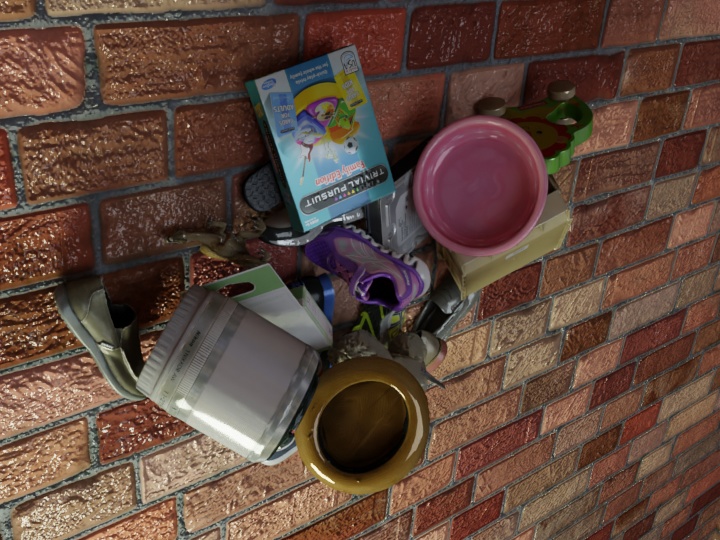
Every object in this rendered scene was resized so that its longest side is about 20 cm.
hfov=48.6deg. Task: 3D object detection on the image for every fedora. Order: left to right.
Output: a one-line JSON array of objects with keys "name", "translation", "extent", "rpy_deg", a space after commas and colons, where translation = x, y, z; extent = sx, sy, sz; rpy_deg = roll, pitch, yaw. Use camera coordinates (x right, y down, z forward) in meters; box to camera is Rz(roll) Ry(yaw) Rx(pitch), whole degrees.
[{"name": "fedora", "translation": [0.003, 0.212, 1.133], "extent": [0.195, 0.082, 0.207], "rpy_deg": [0, 99, 0]}]

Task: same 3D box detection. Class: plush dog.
[{"name": "plush dog", "translation": [0.023, 0.201, 1.250], "extent": [0.197, 0.162, 0.173], "rpy_deg": [6, 133, -45]}]

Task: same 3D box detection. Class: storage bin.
[{"name": "storage bin", "translation": [0.227, -0.056, 1.292], "extent": [0.197, 0.095, 0.199], "rpy_deg": [-27, 164, 0]}]

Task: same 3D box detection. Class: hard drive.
[{"name": "hard drive", "translation": [0.075, -0.103, 1.234], "extent": [0.199, 0.037, 0.143], "rpy_deg": [-40, 137, -41]}]

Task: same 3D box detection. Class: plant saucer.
[{"name": "plant saucer", "translation": [0.176, -0.121, 1.171], "extent": [0.203, 0.198, 0.051], "rpy_deg": [-59, 164, 4]}]

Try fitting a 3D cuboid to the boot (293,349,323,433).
[{"name": "boot", "translation": [-0.144, 0.193, 1.160], "extent": [0.194, 0.073, 0.147], "rpy_deg": [-7, 128, 0]}]

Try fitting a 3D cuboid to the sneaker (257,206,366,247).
[{"name": "sneaker", "translation": [-0.069, -0.095, 1.135], "extent": [0.198, 0.073, 0.082], "rpy_deg": [-29, 127, -37]}]

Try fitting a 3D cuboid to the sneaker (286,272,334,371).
[{"name": "sneaker", "translation": [-0.084, 0.098, 1.235], "extent": [0.076, 0.070, 0.205], "rpy_deg": [-12, 121, -21]}]

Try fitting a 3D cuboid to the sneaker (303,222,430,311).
[{"name": "sneaker", "translation": [0.000, 0.000, 1.154], "extent": [0.089, 0.196, 0.082], "rpy_deg": [-53, 161, -46]}]

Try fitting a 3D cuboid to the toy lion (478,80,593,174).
[{"name": "toy lion", "translation": [0.280, -0.216, 1.262], "extent": [0.195, 0.193, 0.070], "rpy_deg": [-15, 128, -6]}]

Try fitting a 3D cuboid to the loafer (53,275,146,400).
[{"name": "loafer", "translation": [-0.307, 0.086, 1.009], "extent": [0.069, 0.076, 0.202], "rpy_deg": [-28, 131, -6]}]

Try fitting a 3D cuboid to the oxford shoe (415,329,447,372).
[{"name": "oxford shoe", "translation": [0.057, 0.173, 1.384], "extent": [0.200, 0.071, 0.074], "rpy_deg": [-45, 125, 13]}]

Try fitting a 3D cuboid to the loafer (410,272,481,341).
[{"name": "loafer", "translation": [0.154, 0.060, 1.416], "extent": [0.069, 0.069, 0.203], "rpy_deg": [25, 97, -54]}]

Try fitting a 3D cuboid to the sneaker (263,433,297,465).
[{"name": "sneaker", "translation": [-0.091, 0.224, 1.274], "extent": [0.199, 0.070, 0.109], "rpy_deg": [-38, 152, -15]}]

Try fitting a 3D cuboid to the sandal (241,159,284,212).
[{"name": "sandal", "translation": [-0.080, -0.154, 1.105], "extent": [0.198, 0.045, 0.076], "rpy_deg": [-33, 110, -9]}]

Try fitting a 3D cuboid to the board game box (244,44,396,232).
[{"name": "board game box", "translation": [-0.049, -0.175, 1.057], "extent": [0.148, 0.047, 0.204], "rpy_deg": [-24, 107, -21]}]

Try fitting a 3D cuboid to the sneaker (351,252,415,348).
[{"name": "sneaker", "translation": [0.045, 0.058, 1.327], "extent": [0.076, 0.075, 0.203], "rpy_deg": [-2, 123, -52]}]

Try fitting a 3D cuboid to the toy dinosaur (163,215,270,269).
[{"name": "toy dinosaur", "translation": [-0.165, -0.028, 1.071], "extent": [0.198, 0.100, 0.060], "rpy_deg": [31, 52, -40]}]

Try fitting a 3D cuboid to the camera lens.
[{"name": "camera lens", "translation": [-0.161, 0.131, 1.008], "extent": [0.197, 0.160, 0.162], "rpy_deg": [31, 94, -6]}]

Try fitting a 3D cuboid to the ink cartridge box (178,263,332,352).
[{"name": "ink cartridge box", "translation": [-0.141, 0.057, 1.112], "extent": [0.142, 0.049, 0.202], "rpy_deg": [-17, 134, 16]}]
